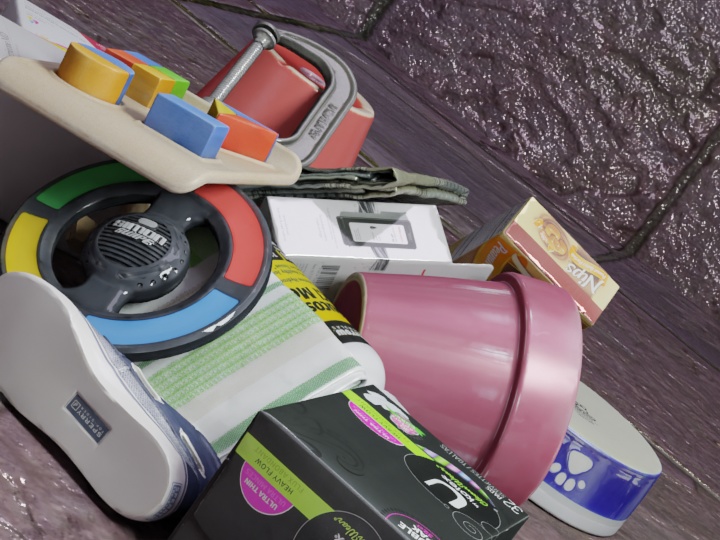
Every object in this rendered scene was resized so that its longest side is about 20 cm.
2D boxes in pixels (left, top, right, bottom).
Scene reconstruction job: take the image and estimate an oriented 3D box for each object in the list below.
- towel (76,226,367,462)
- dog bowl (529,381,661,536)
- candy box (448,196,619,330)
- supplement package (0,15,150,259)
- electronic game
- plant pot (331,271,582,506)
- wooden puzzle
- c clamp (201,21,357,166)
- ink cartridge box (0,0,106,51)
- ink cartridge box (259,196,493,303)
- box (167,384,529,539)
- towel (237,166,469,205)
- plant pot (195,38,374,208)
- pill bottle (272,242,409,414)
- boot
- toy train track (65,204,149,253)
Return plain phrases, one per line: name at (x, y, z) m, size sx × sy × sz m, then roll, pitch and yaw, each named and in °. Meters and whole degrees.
towel at (-0.110, 0.054, 1.349) m, size 0.200 × 0.149 × 0.031 m, roll 44°, pitch -29°, yaw 33°
dog bowl at (0.192, 0.163, 1.810) m, size 0.200 × 0.079 × 0.200 m, roll 35°, pitch 13°, yaw -10°
candy box at (0.128, 0.021, 1.687) m, size 0.115 × 0.200 × 0.055 m, roll 45°, pitch 56°, yaw -9°
supplement package at (-0.246, -0.101, 1.508) m, size 0.200 × 0.120 × 0.121 m, roll 28°, pitch 17°, yaw -30°
electronic game at (-0.164, -0.011, 1.356) m, size 0.200 × 0.042 × 0.200 m, roll 1°, pitch 46°, yaw -1°
plant pot at (0.061, 0.085, 1.548) m, size 0.179 × 0.200 × 0.200 m, roll 16°, pitch 19°, yaw -15°
wooden puzzle at (-0.151, -0.122, 1.408) m, size 0.185 × 0.046 × 0.200 m, roll 31°, pitch 16°, yaw 16°
c clamp at (-0.096, -0.169, 1.724) m, size 0.171 × 0.027 × 0.200 m, roll 36°, pitch 47°, yaw 4°
ink cartridge box at (-0.273, -0.159, 1.715) m, size 0.148 × 0.086 × 0.200 m, roll 31°, pitch 13°, yaw -24°
ink cartridge box at (0.000, 0.000, 1.614) m, size 0.200 × 0.116 × 0.068 m, roll 3°, pitch 52°, yaw -23°
box at (-0.007, 0.170, 1.186) m, size 0.149 × 0.124 × 0.200 m, roll 39°, pitch 14°, yaw 16°
towel at (-0.021, -0.069, 1.663) m, size 0.192 × 0.035 × 0.200 m, roll 2°, pitch -2°, yaw 23°
plant pot at (-0.093, -0.126, 1.860) m, size 0.200 × 0.177 × 0.200 m, roll 34°, pitch 14°, yaw -10°
pill bottle at (-0.054, 0.072, 1.417) m, size 0.200 × 0.112 × 0.112 m, roll 46°, pitch 16°, yaw 30°
boot at (-0.167, 0.086, 1.210) m, size 0.200 × 0.073 × 0.090 m, roll 51°, pitch 11°, yaw 23°
toy train track at (-0.167, 0.012, 1.488) m, size 0.200 × 0.033 × 0.115 m, roll 36°, pitch 50°, yaw -42°
